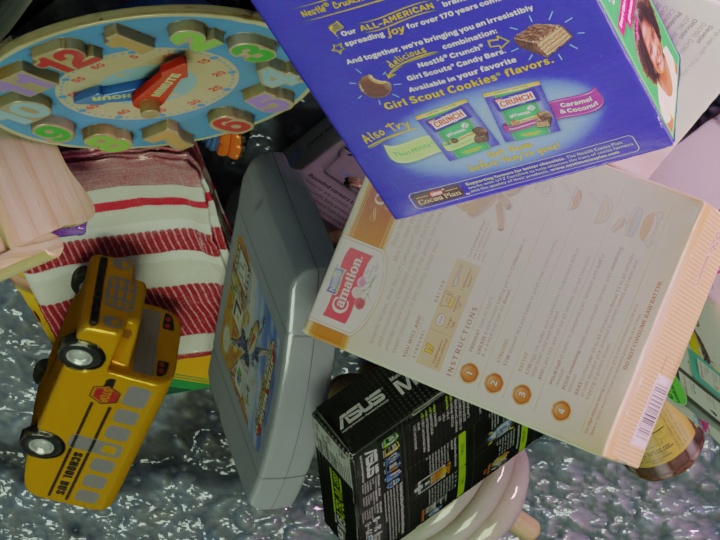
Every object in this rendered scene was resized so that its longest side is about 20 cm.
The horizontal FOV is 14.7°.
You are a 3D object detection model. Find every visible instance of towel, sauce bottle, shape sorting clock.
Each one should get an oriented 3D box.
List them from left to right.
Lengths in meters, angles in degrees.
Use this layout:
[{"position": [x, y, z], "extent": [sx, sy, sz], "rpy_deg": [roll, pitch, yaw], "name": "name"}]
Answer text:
[{"position": [-0.149, -0.007, 1.789], "extent": [0.144, 0.023, 0.200], "rpy_deg": [-6, 137, 13], "name": "towel"}, {"position": [-0.122, -0.107, 1.608], "extent": [0.199, 0.039, 0.200], "rpy_deg": [-4, 159, -1], "name": "shape sorting clock"}, {"position": [0.170, 0.060, 1.883], "extent": [0.065, 0.065, 0.200], "rpy_deg": [-14, 133, 21], "name": "sauce bottle"}]

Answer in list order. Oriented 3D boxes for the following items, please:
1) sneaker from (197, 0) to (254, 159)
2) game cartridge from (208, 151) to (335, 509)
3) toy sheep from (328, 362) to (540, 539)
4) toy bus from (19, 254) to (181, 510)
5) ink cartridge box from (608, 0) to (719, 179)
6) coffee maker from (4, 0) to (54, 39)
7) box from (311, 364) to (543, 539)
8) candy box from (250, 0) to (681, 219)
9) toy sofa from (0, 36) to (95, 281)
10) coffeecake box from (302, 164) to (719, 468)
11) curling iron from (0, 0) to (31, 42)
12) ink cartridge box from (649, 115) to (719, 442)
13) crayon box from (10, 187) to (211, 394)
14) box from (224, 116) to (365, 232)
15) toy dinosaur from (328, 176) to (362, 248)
[{"position": [-0.105, -0.144, 1.683], "extent": [0.078, 0.075, 0.200], "rpy_deg": [6, 137, 5], "name": "sneaker"}, {"position": [-0.054, 0.045, 1.734], "extent": [0.041, 0.133, 0.200], "rpy_deg": [0, 130, -15], "name": "game cartridge"}, {"position": [0.052, 0.130, 1.922], "extent": [0.200, 0.138, 0.138], "rpy_deg": [31, 133, -25], "name": "toy sheep"}, {"position": [-0.171, 0.075, 1.824], "extent": [0.078, 0.065, 0.200], "rpy_deg": [16, 140, -11], "name": "toy bus"}, {"position": [0.112, -0.177, 1.562], "extent": [0.199, 0.147, 0.146], "rpy_deg": [21, 136, -16], "name": "ink cartridge box"}, {"position": [-0.188, -0.194, 1.570], "extent": [0.200, 0.135, 0.192], "rpy_deg": [-26, 108, 44], "name": "coffee maker"}, {"position": [0.061, 0.085, 1.758], "extent": [0.193, 0.048, 0.200], "rpy_deg": [-37, 159, -14], "name": "box"}, {"position": [0.053, -0.134, 1.450], "extent": [0.169, 0.077, 0.200], "rpy_deg": [-14, 134, 22], "name": "candy box"}, {"position": [-0.251, -0.088, 1.694], "extent": [0.083, 0.097, 0.201], "rpy_deg": [-20, 95, 47], "name": "toy sofa"}, {"position": [0.090, 0.004, 1.605], "extent": [0.200, 0.154, 0.073], "rpy_deg": [22, 179, 24], "name": "coffeecake box"}, {"position": [-0.221, -0.132, 1.555], "extent": [0.049, 0.026, 0.200], "rpy_deg": [24, 145, -31], "name": "curling iron"}, {"position": [0.262, 0.021, 1.684], "extent": [0.146, 0.200, 0.147], "rpy_deg": [-36, 139, -17], "name": "ink cartridge box"}, {"position": [-0.159, 0.000, 1.858], "extent": [0.118, 0.058, 0.200], "rpy_deg": [-10, 135, 17], "name": "crayon box"}, {"position": [0.031, -0.046, 1.797], "extent": [0.156, 0.041, 0.200], "rpy_deg": [31, 133, -26], "name": "box"}, {"position": [0.000, 0.000, 1.780], "extent": [0.101, 0.058, 0.200], "rpy_deg": [31, 133, -27], "name": "toy dinosaur"}]
